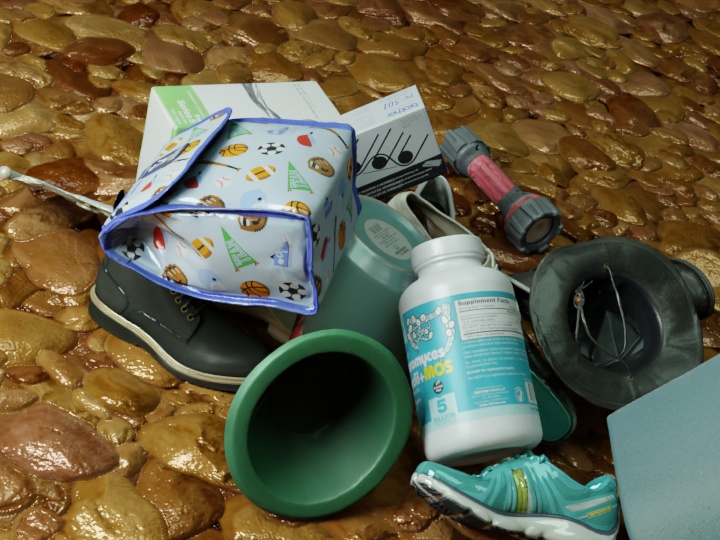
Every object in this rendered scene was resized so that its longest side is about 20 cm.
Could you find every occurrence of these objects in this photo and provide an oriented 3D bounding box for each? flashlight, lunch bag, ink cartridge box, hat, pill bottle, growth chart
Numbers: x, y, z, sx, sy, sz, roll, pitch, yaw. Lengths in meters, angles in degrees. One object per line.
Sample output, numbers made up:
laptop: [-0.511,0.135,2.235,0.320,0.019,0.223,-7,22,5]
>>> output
flashlight: [0.165,-0.103,1.657,0.068,0.068,0.200,-12,45,-30]
lunch bag: [-0.115,-0.061,1.220,0.198,0.125,0.170,6,34,14]
ink cartridge box: [-0.017,-0.110,1.422,0.199,0.094,0.044,-22,43,3]
hat: [0.246,0.064,1.384,0.199,0.081,0.202,9,63,-18]
pill bottle: [0.097,0.072,1.259,0.110,0.111,0.202,-2,71,-24]
hat: [-0.054,0.105,1.250,0.166,0.200,0.176,49,-6,-25]
ink cartridge box: [-0.133,-0.122,1.490,0.199,0.146,0.084,-6,41,-28]
growth chart: [-0.275,-0.064,1.405,0.199,0.018,0.145,23,-2,11]

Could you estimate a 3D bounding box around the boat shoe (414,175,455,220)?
boat shoe: [0.069,-0.040,1.531,0.073,0.066,0.201,13,36,-6]

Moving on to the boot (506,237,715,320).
boot: [0.270,0.030,1.514,0.173,0.070,0.199,-21,31,-40]

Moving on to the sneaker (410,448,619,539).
sneaker: [0.138,0.197,1.215,0.199,0.077,0.080,15,77,-15]

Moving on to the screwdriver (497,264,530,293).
screwdriver: [0.161,0.004,1.495,0.028,0.029,0.200,-22,28,-25]

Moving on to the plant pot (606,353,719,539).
plant pot: [0.348,0.210,1.182,0.195,0.196,0.201,21,54,-23]

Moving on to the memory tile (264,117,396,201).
memory tile: [-0.048,-0.094,1.474,0.199,0.154,0.017,3,37,-23]

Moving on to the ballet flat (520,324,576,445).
ballet flat: [0.143,0.084,1.352,0.074,0.074,0.201,-28,84,-45]

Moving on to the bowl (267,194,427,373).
bowl: [0.000,0.000,1.365,0.200,0.105,0.201,28,29,-17]

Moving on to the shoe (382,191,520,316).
shoe: [0.101,-0.008,1.456,0.200,0.053,0.070,43,52,-7]

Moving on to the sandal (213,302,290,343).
sandal: [-0.117,0.006,1.390,0.211,0.070,0.078,26,36,12]

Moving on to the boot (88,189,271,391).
boot: [-0.163,0.022,1.290,0.199,0.139,0.078,23,36,8]
